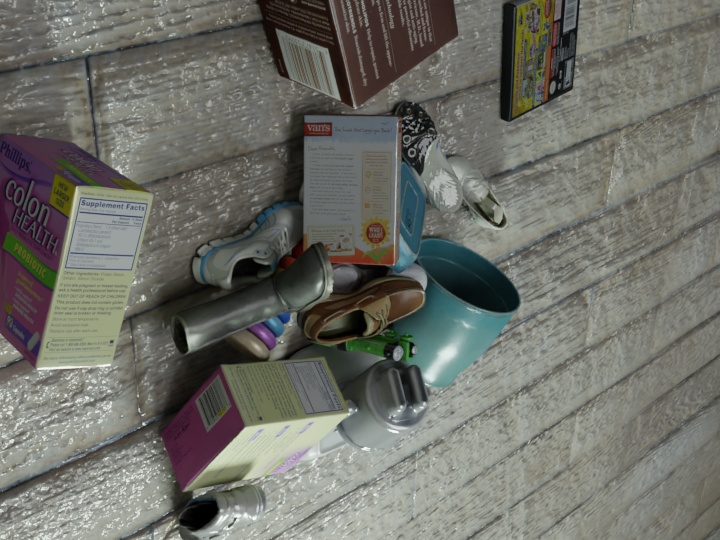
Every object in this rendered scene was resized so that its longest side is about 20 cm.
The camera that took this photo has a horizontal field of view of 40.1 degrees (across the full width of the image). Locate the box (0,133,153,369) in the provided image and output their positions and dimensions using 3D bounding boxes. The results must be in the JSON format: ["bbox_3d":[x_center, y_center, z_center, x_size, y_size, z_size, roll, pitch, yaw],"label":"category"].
[{"bbox_3d":[-0.333,-0.022,1.080,0.096,0.175,0.204,3,110,-47],"label":"box"}]

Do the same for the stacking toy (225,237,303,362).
[{"bbox_3d":[-0.118,0.030,1.428,0.202,0.084,0.086,-56,141,-16],"label":"stacking toy"}]

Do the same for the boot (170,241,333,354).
[{"bbox_3d":[-0.144,0.038,1.290,0.196,0.074,0.182,-12,157,-25],"label":"boot"}]

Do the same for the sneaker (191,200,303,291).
[{"bbox_3d":[-0.131,-0.025,1.367,0.199,0.086,0.076,-35,132,-30],"label":"sneaker"}]

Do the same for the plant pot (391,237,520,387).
[{"bbox_3d":[0.138,0.081,1.649,0.198,0.200,0.190,-3,130,-45],"label":"plant pot"}]

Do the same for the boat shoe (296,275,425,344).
[{"bbox_3d":[0.007,0.068,1.445,0.196,0.074,0.077,-15,125,-17],"label":"boat shoe"}]

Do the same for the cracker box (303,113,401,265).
[{"bbox_3d":[-0.011,-0.114,1.369,0.058,0.131,0.205,-45,137,-77],"label":"cracker box"}]

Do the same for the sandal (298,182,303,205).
[{"bbox_3d":[-0.008,-0.092,1.479,0.205,0.059,0.081,9,106,-49],"label":"sandal"}]

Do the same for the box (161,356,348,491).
[{"bbox_3d":[-0.150,0.216,1.408,0.198,0.098,0.176,1,142,-46],"label":"box"}]

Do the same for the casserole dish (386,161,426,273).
[{"bbox_3d":[0.058,-0.089,1.480,0.122,0.038,0.202,55,32,-32],"label":"casserole dish"}]

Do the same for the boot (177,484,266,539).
[{"bbox_3d":[-0.230,0.356,1.432,0.094,0.075,0.199,8,148,-44],"label":"boot"}]

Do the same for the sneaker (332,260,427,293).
[{"bbox_3d":[0.000,0.000,1.532,0.195,0.115,0.077,-2,121,-7],"label":"sneaker"}]

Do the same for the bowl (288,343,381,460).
[{"bbox_3d":[-0.039,0.214,1.614,0.197,0.074,0.204,-17,125,-40],"label":"bowl"}]

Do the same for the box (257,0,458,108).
[{"bbox_3d":[-0.006,-0.344,1.254,0.199,0.165,0.166,-39,135,-25],"label":"box"}]

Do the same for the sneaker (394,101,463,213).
[{"bbox_3d":[0.099,-0.177,1.550,0.071,0.072,0.202,-36,121,-11],"label":"sneaker"}]

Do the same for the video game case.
[{"bbox_3d":[0.307,-0.377,1.680,0.179,0.025,0.203,-29,132,-33],"label":"video game case"}]

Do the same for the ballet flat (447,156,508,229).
[{"bbox_3d":[0.202,-0.129,1.679,0.070,0.069,0.200,-55,140,-6],"label":"ballet flat"}]

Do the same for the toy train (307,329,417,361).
[{"bbox_3d":[-0.002,0.105,1.493,0.056,0.197,0.043,-11,106,-48],"label":"toy train"}]

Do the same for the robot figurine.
[{"bbox_3d":[0.030,0.207,1.501,0.166,0.115,0.200,1,155,-29],"label":"robot figurine"}]
